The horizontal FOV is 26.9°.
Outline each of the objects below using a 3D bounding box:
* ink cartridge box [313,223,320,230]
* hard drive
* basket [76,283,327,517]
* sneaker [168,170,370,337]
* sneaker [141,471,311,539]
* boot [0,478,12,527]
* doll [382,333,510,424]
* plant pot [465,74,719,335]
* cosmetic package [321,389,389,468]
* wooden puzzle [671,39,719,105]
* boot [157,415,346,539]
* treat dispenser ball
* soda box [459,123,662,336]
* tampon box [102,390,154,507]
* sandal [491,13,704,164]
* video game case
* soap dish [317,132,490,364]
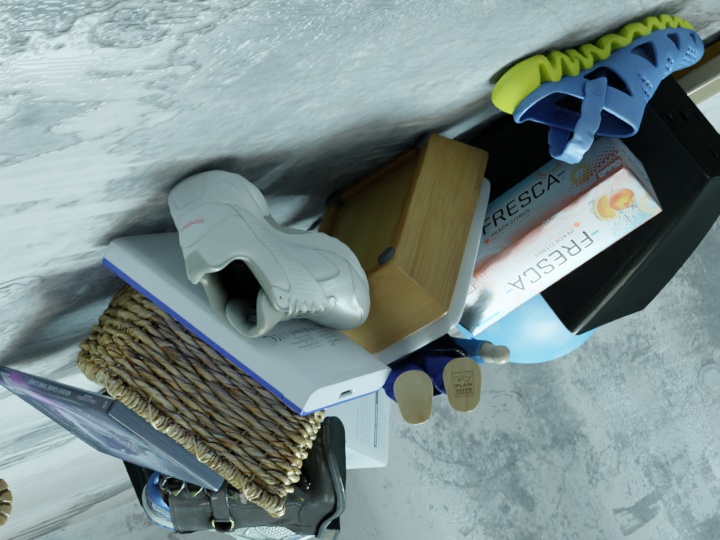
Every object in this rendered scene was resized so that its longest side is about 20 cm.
[{"bbox_3d":[0.000,0.000,1.527,0.144,0.088,0.200,-22,173,-26],"label":"ink cartridge box"},{"bbox_3d":[-0.085,0.035,1.147,0.026,0.199,0.132,-61,159,17],"label":"hard drive"},{"bbox_3d":[-0.145,0.112,1.265,0.142,0.200,0.150,-31,-153,47],"label":"basket"},{"bbox_3d":[-0.066,0.013,1.099,0.078,0.100,0.199,-26,141,33],"label":"sneaker"},{"bbox_3d":[-0.124,0.232,1.512,0.198,0.078,0.085,2,156,-1],"label":"sneaker"},{"bbox_3d":[-0.410,0.222,1.322,0.199,0.076,0.107,-9,167,-36],"label":"boot"},{"bbox_3d":[0.059,0.080,1.252,0.135,0.049,0.200,-13,-171,-3],"label":"doll"},{"bbox_3d":[0.233,-0.084,1.379,0.177,0.200,0.200,-42,165,26],"label":"plant pot"},{"bbox_3d":[-0.101,0.125,1.498,0.198,0.124,0.200,-8,157,27],"label":"cosmetic package"},{"bbox_3d":[0.350,-0.199,1.531,0.184,0.037,0.200,-29,175,24],"label":"wooden puzzle"},{"bbox_3d":[-0.102,0.201,1.396,0.172,0.070,0.201,3,141,-4],"label":"boot"},{"bbox_3d":[0.188,0.004,1.706,0.200,0.202,0.201,-25,172,-4],"label":"treat dispenser ball"},{"bbox_3d":[0.150,-0.033,1.270,0.199,0.069,0.064,-35,126,19],"label":"soda box"},{"bbox_3d":[-0.187,0.173,1.830,0.199,0.151,0.126,-18,170,-44],"label":"tampon box"},{"bbox_3d":[0.203,-0.145,1.227,0.199,0.088,0.080,-24,168,-23],"label":"sandal"},{"bbox_3d":[-0.229,0.141,1.355,0.199,0.143,0.019,9,-117,49],"label":"video game case"},{"bbox_3d":[0.023,-0.013,1.253,0.157,0.081,0.201,-30,-152,36],"label":"soap dish"}]
